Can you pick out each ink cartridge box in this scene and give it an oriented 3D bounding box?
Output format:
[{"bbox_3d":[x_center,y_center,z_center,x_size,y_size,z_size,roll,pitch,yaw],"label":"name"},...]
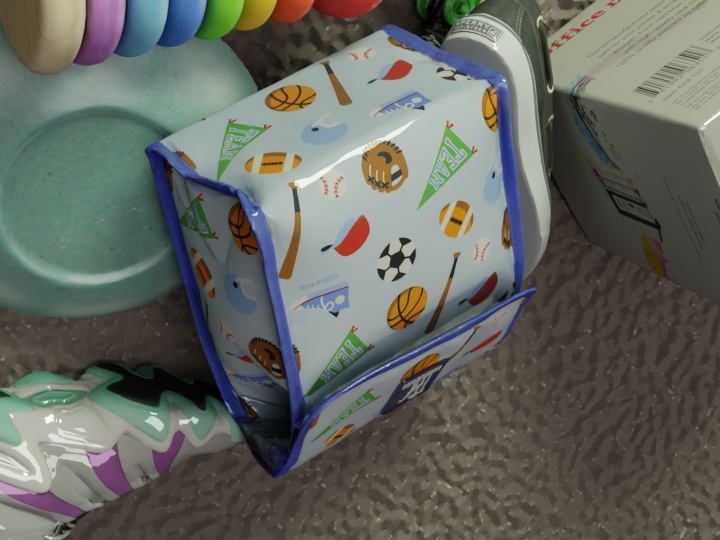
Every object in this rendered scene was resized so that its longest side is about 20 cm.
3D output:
[{"bbox_3d":[0.213,-0.085,0.871,0.147,0.200,0.145,-37,118,-11],"label":"ink cartridge box"}]

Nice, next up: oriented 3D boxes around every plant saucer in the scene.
[{"bbox_3d":[-0.141,-0.046,0.786,0.201,0.039,0.201,-11,127,-14],"label":"plant saucer"}]

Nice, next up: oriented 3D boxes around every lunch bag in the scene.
[{"bbox_3d":[0.000,0.000,0.799,0.170,0.124,0.200,-28,130,-25],"label":"lunch bag"}]

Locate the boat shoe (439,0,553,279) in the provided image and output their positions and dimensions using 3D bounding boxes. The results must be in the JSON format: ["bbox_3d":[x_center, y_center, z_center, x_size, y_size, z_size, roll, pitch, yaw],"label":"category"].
[{"bbox_3d":[0.087,-0.074,0.873,0.057,0.069,0.200,-52,151,-33],"label":"boat shoe"}]

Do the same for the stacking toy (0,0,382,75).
[{"bbox_3d":[-0.073,-0.149,0.730,0.200,0.085,0.086,-12,108,-28],"label":"stacking toy"}]

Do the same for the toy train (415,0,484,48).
[{"bbox_3d":[0.039,-0.105,0.884,0.056,0.042,0.200,24,93,-37],"label":"toy train"}]

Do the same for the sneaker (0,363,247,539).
[{"bbox_3d":[-0.166,0.128,0.843,0.200,0.078,0.140,3,105,-16],"label":"sneaker"}]
